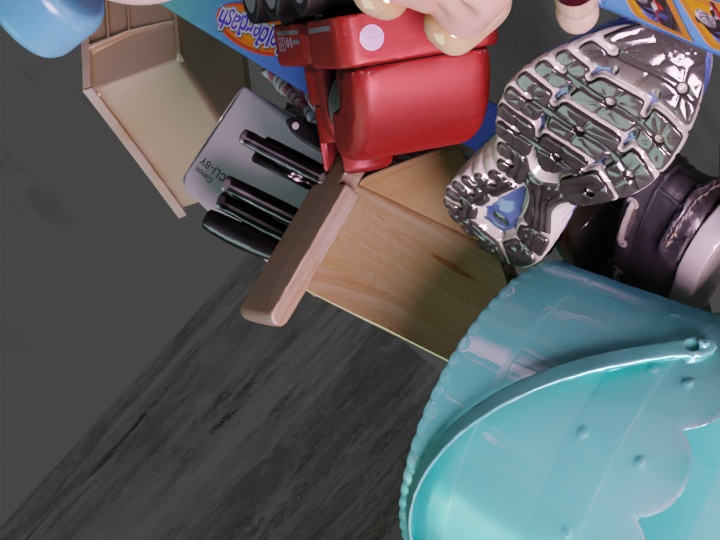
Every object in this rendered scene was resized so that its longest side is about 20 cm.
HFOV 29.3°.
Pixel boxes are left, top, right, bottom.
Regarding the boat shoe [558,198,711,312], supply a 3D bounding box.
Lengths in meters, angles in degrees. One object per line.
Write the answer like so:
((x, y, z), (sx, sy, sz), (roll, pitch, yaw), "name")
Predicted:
((0.161, -0.001, 0.880), (0.074, 0.076, 0.200), (45, 177, 38), "boat shoe")

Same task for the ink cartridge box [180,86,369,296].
((-0.007, -0.036, 0.966), (0.145, 0.084, 0.200), (38, -171, 29), "ink cartridge box")

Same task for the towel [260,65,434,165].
((0.011, -0.097, 0.965), (0.145, 0.030, 0.200), (22, -167, -23), "towel")

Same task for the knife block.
((0.000, 0.000, 0.814), (0.064, 0.174, 0.202), (-4, -106, -76), "knife block")

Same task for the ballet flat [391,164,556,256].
((0.087, -0.075, 1.057), (0.200, 0.066, 0.057), (37, 133, 43), "ballet flat")

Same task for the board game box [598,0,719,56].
((0.102, -0.130, 0.450), (0.200, 0.037, 0.151), (37, 172, 49), "board game box")

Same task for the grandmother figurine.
((0.037, -0.127, 0.492), (0.120, 0.061, 0.200), (16, 177, -8), "grandmother figurine")

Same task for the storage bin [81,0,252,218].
((-0.178, -0.196, 1.293), (0.200, 0.093, 0.200), (58, -162, -53), "storage bin")

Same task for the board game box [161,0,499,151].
((-0.018, -0.142, 0.912), (0.200, 0.045, 0.151), (36, -165, 37), "board game box")

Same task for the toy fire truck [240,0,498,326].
((-0.006, -0.076, 0.700), (0.176, 0.127, 0.202), (-154, 54, -72), "toy fire truck")

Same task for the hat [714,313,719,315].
((0.230, 0.144, 0.845), (0.166, 0.176, 0.200), (42, 175, 6), "hat")

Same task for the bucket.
((0.122, 0.102, 0.699), (0.134, 0.208, 0.207), (26, 167, 30), "bucket")

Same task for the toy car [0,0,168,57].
((-0.115, -0.241, 0.721), (0.177, 0.184, 0.200), (53, -156, -15), "toy car")

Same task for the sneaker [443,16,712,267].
((0.106, -0.076, 0.656), (0.078, 0.089, 0.200), (40, 155, -4), "sneaker")

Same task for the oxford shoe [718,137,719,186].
((0.213, -0.003, 0.589), (0.200, 0.071, 0.073), (43, -156, -40), "oxford shoe")

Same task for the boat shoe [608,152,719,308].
((0.169, -0.006, 0.767), (0.060, 0.074, 0.200), (41, 172, 16), "boat shoe")

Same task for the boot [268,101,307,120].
((-0.008, -0.108, 1.294), (0.196, 0.074, 0.162), (17, -170, 5), "boot")

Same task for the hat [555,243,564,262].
((0.149, 0.081, 1.045), (0.200, 0.176, 0.166), (44, 176, -25), "hat")
